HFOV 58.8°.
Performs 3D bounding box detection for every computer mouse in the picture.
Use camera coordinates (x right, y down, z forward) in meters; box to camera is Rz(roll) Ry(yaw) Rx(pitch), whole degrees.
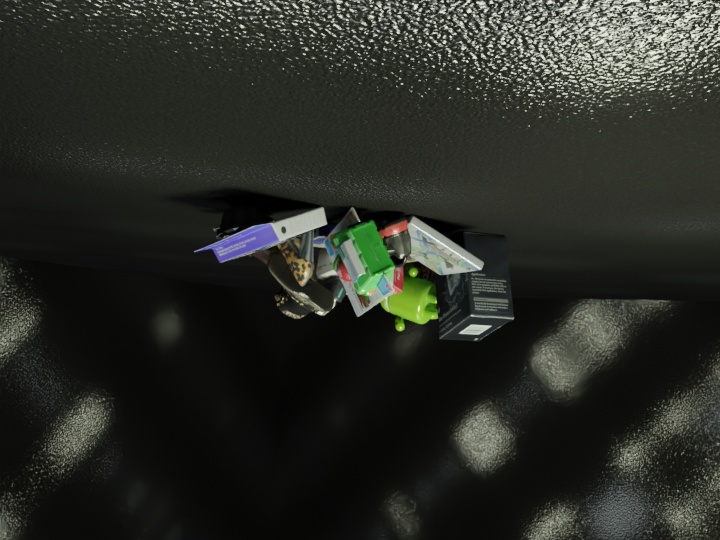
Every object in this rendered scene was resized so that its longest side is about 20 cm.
[{"bbox_3d":[-0.242,-0.105,1.304,0.134,0.054,0.200,-14,-177,-7],"label":"computer mouse"}]

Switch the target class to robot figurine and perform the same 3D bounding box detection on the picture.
[{"bbox_3d":[0.134,0.073,1.752,0.196,0.181,0.115,19,-168,30],"label":"robot figurine"}]

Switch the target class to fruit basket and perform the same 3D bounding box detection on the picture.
[{"bbox_3d":[-0.015,-0.010,1.324,0.092,0.189,0.199,-21,172,-32],"label":"fruit basket"}]

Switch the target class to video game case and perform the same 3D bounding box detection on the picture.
[{"bbox_3d":[0.150,-0.050,1.416,0.197,0.022,0.181,31,166,-18],"label":"video game case"}]

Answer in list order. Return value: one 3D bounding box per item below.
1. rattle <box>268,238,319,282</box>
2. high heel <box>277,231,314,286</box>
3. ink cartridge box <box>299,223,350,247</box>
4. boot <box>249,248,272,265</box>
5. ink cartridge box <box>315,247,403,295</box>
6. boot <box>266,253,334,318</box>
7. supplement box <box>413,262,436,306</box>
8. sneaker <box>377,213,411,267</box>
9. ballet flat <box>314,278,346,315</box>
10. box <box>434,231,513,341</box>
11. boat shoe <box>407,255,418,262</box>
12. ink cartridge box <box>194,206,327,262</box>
[{"bbox_3d":[-0.128,-0.032,1.654,0.197,0.132,0.144,31,128,-12],"label":"rattle"},{"bbox_3d":[-0.189,-0.037,1.489,0.195,0.148,0.071,-1,173,35],"label":"high heel"},{"bbox_3d":[-0.074,-0.083,1.515,0.096,0.041,0.199,6,175,-22],"label":"ink cartridge box"},{"bbox_3d":[-0.284,-0.058,1.860,0.163,0.075,0.198,20,168,-27],"label":"boot"},{"bbox_3d":[0.000,0.000,1.670,0.144,0.085,0.198,-19,145,36],"label":"ink cartridge box"},{"bbox_3d":[-0.174,0.047,1.593,0.198,0.075,0.149,36,149,-21],"label":"boot"},{"bbox_3d":[0.247,0.036,1.806,0.196,0.136,0.102,14,-172,38],"label":"supplement box"},{"bbox_3d":[0.053,-0.048,1.362,0.069,0.101,0.200,-22,180,-23],"label":"sneaker"},{"bbox_3d":[-0.095,0.077,1.671,0.071,0.076,0.199,6,162,-27],"label":"ballet flat"},{"bbox_3d":[0.265,0.044,1.531,0.114,0.206,0.197,4,158,-14],"label":"box"},{"bbox_3d":[0.111,-0.053,1.538,0.194,0.078,0.071,7,175,-21],"label":"boat shoe"},{"bbox_3d":[-0.194,-0.064,1.259,0.195,0.045,0.198,-17,-177,41],"label":"ink cartridge box"}]
